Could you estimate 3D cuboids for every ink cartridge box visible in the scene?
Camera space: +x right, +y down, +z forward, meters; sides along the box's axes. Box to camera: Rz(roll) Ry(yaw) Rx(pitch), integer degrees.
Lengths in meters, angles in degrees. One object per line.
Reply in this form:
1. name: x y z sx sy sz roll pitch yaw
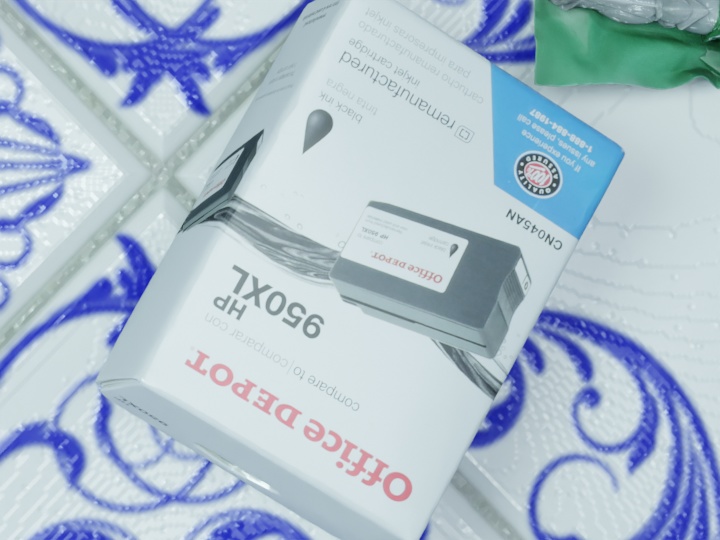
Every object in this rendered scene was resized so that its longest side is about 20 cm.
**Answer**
1. ink cartridge box: 0.000 0.000 1.289 0.144 0.084 0.200 31 78 -13

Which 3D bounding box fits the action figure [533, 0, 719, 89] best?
1. action figure: 0.178 -0.126 1.375 0.199 0.055 0.119 10 80 -21
